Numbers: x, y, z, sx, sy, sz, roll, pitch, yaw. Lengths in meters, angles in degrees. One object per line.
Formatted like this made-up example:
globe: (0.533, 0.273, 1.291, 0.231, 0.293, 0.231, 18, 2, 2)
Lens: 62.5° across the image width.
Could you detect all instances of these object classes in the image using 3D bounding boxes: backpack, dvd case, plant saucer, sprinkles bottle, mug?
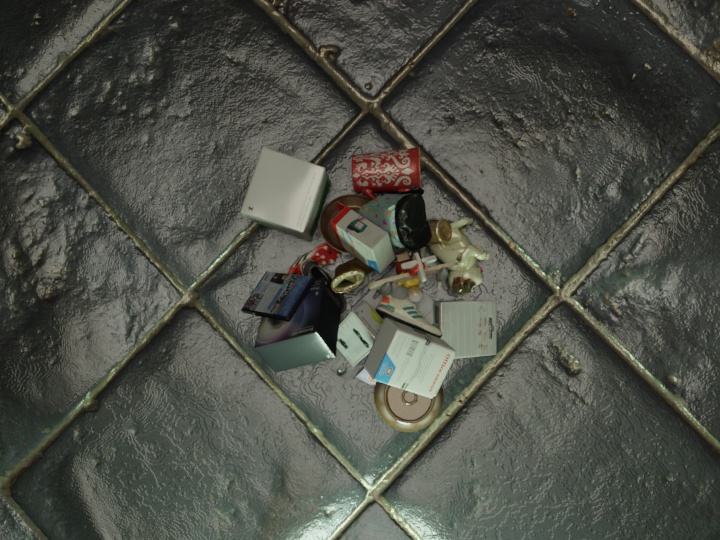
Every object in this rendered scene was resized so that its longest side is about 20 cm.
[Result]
backpack: (0.089, -0.142, 1.612, 0.125, 0.199, 0.170, -20, 111, -30)
dvd case: (-0.231, 0.069, 1.649, 0.198, 0.018, 0.144, 5, 55, 41)
plant saucer: (-0.021, -0.130, 1.735, 0.197, 0.037, 0.203, 1, 63, -2)
sprinkles bottle: (0.165, -0.101, 1.683, 0.068, 0.198, 0.070, 5, 83, -41)
plant saucer: (0.136, 0.352, 1.663, 0.197, 0.037, 0.204, 0, 85, 1)
mug: (0.076, -0.272, 1.720, 0.196, 0.134, 0.180, -2, 51, 6)

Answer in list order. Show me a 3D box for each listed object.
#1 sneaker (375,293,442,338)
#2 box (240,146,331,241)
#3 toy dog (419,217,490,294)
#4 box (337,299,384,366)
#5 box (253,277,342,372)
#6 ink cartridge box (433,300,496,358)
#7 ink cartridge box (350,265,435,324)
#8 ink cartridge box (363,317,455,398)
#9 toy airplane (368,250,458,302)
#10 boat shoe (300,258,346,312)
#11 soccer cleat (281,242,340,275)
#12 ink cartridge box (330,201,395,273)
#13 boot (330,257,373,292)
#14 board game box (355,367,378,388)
sneaker: (0.145, 0.120, 1.655, 0.197, 0.071, 0.094, 24, 64, 6)
box: (-0.210, -0.216, 1.712, 0.197, 0.171, 0.202, 19, 86, 6)
toy dog: (0.279, -0.030, 1.701, 0.191, 0.139, 0.203, -21, 86, 8)
box: (-0.004, 0.179, 1.661, 0.117, 0.200, 0.060, 48, 56, 7)
box: (-0.168, 0.149, 1.634, 0.197, 0.124, 0.200, -17, 42, 20)
ink cartridge box: (0.302, 0.168, 1.713, 0.197, 0.047, 0.163, 0, 90, -27)
ink cartridge box: (0.105, 0.120, 1.711, 0.200, 0.043, 0.196, 43, 70, 13)
ink cartridge box: (0.129, 0.232, 1.559, 0.198, 0.086, 0.148, 22, 98, -28)
toy airplane: (0.147, 0.018, 1.617, 0.197, 0.198, 0.144, -8, 97, 33)
boat shoe: (-0.100, 0.053, 1.705, 0.073, 0.063, 0.201, -42, 115, -14)
soccer cleat: (-0.144, -0.031, 1.751, 0.199, 0.085, 0.069, -37, 121, -18)
ink cartridge box: (-0.006, -0.092, 1.604, 0.199, 0.117, 0.067, 35, 70, 32)
boot: (0.000, 0.000, 1.673, 0.173, 0.200, 0.067, -28, 98, 3)
board game box: (0.093, 0.279, 1.718, 0.197, 0.062, 0.203, 14, 86, 2)
